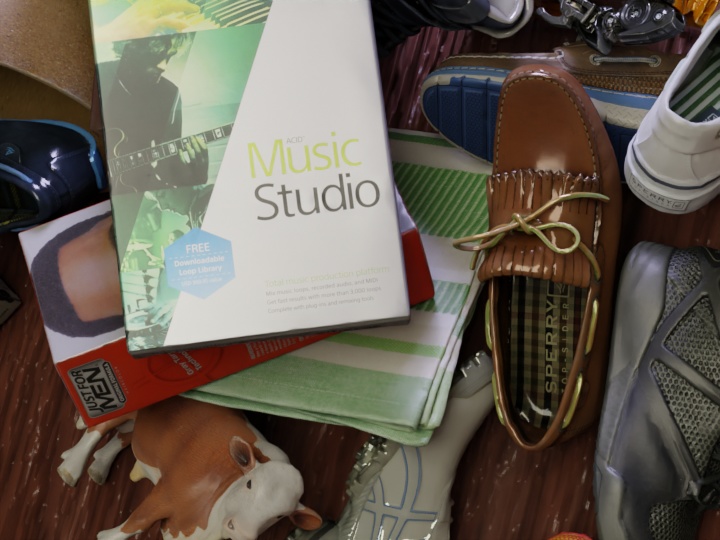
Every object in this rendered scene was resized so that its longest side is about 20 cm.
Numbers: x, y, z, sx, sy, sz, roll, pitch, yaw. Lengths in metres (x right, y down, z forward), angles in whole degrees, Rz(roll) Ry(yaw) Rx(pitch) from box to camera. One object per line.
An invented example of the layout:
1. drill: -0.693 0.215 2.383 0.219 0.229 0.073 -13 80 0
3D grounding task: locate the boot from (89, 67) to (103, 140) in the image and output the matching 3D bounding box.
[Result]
1. boot: -0.142 -0.144 1.142 0.186 0.064 0.201 3 71 -16

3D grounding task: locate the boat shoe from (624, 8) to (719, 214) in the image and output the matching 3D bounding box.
1. boat shoe: 0.208 -0.106 1.100 0.073 0.067 0.200 31 54 12

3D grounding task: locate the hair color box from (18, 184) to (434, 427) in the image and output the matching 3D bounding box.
1. hair color box: -0.072 -0.003 1.146 0.199 0.061 0.102 -22 49 -3

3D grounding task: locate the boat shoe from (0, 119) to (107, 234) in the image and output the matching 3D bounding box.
1. boat shoe: -0.240 -0.053 1.206 0.199 0.069 0.084 -9 112 33

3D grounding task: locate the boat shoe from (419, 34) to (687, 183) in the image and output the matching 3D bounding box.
1. boat shoe: 0.134 -0.092 1.173 0.199 0.072 0.073 12 53 6

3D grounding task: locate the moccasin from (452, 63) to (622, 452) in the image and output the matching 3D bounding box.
1. moccasin: 0.092 -0.006 1.120 0.073 0.078 0.202 10 106 21

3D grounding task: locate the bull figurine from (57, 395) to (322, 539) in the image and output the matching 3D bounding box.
1. bull figurine: -0.097 0.111 1.183 0.121 0.065 0.200 -41 36 7

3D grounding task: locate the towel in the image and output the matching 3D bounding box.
1. towel: 0.000 0.000 1.181 0.152 0.023 0.200 10 55 20

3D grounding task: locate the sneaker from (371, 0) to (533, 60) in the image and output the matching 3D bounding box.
1. sneaker: 0.010 -0.133 1.153 0.203 0.077 0.146 -56 36 6

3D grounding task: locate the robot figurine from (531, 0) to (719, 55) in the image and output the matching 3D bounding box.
1. robot figurine: 0.135 -0.190 1.161 0.200 0.058 0.145 27 89 46

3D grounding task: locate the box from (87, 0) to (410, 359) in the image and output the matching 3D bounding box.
1. box: -0.057 -0.063 1.086 0.144 0.036 0.201 -8 81 -2

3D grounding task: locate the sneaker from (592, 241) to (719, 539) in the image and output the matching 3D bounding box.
1. sneaker: 0.185 0.085 1.115 0.114 0.076 0.200 4 75 26

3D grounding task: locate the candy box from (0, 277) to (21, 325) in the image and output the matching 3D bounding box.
1. candy box: -0.323 -0.003 1.317 0.136 0.061 0.200 -46 69 4

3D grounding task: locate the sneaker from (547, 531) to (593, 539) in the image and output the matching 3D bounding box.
1. sneaker: 0.100 0.236 1.114 0.073 0.077 0.201 5 79 22

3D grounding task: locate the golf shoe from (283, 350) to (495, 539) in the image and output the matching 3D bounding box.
1. golf shoe: 0.027 0.138 1.174 0.097 0.078 0.200 39 97 3

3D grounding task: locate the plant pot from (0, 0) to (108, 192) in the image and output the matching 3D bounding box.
1. plant pot: -0.191 -0.174 1.260 0.186 0.186 0.201 8 68 20
